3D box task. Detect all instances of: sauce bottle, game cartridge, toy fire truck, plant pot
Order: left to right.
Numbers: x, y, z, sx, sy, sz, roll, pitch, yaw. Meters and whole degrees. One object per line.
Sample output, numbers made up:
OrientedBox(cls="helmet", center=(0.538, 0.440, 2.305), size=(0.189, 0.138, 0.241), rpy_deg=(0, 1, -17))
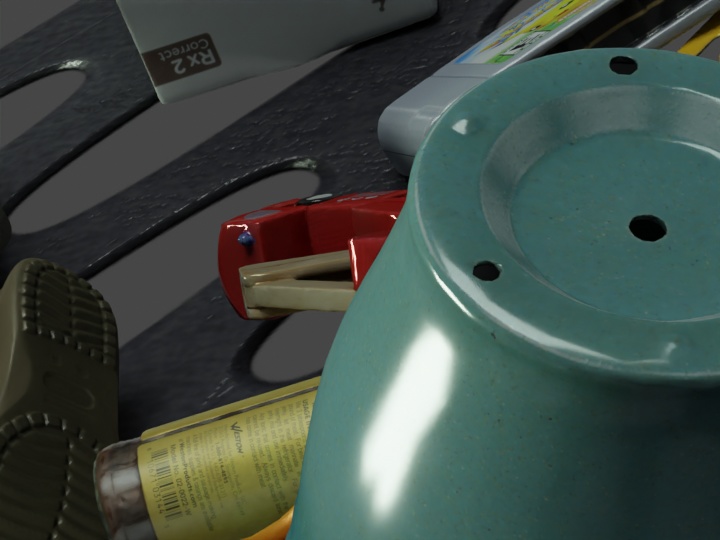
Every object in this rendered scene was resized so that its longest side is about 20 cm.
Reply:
OrientedBox(cls="sauce bottle", center=(0.000, 0.069, 0.879), size=(0.199, 0.065, 0.065), rpy_deg=(-17, 31, 9))
OrientedBox(cls="toy fire truck", center=(0.000, 0.000, 0.933), size=(0.199, 0.049, 0.141), rpy_deg=(-2, 10, 41))
OrientedBox(cls="game cartridge", center=(0.101, -0.109, 1.072), size=(0.200, 0.041, 0.133), rpy_deg=(-34, 6, -6))
OrientedBox(cls="plant pot", center=(0.074, 0.044, 0.684), size=(0.199, 0.188, 0.201), rpy_deg=(1, 44, -1))

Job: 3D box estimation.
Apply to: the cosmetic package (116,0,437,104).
OrientedBox(cls="cosmetic package", center=(-0.063, -0.227, 1.286), size=(0.164, 0.165, 0.200), rpy_deg=(-18, 31, 8))

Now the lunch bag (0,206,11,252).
OrientedBox(cls="lunch bag", center=(-0.267, -0.027, 1.128), size=(0.164, 0.118, 0.200), rpy_deg=(-27, 17, -8))

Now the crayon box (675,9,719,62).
OrientedBox(cls="crayon box", center=(0.216, -0.060, 0.957), size=(0.199, 0.052, 0.126), rpy_deg=(10, 43, 41))

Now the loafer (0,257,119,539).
OrientedBox(cls="loafer", center=(-0.139, 0.083, 0.945), size=(0.067, 0.076, 0.200), rpy_deg=(-45, 26, 32))

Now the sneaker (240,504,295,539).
OrientedBox(cls="sneaker", center=(-0.038, 0.137, 0.784), size=(0.078, 0.077, 0.200), rpy_deg=(9, 43, 39))
